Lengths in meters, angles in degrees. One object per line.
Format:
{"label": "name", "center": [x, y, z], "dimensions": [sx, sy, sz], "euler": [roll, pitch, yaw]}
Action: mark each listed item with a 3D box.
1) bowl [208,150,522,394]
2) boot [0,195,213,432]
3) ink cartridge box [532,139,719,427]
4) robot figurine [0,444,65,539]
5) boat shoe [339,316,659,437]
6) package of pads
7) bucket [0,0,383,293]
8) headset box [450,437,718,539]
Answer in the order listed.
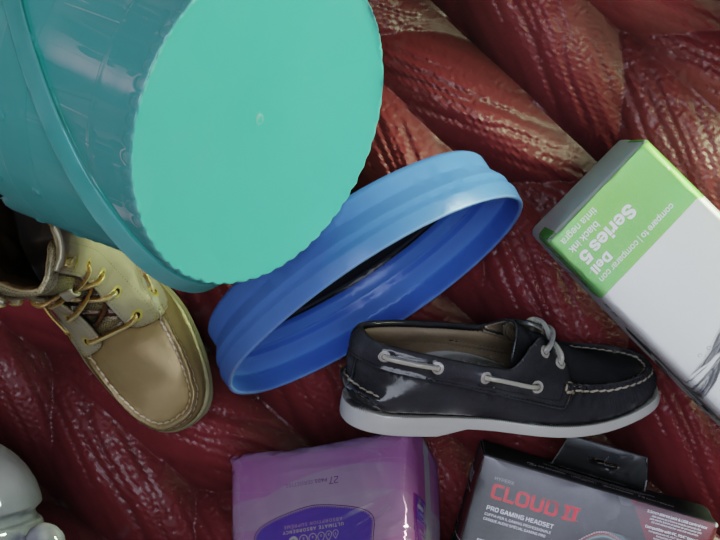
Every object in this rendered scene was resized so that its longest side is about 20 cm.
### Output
{"label": "bowl", "center": [0.000, 0.000, 1.317], "dimensions": [0.200, 0.201, 0.040], "euler": [-33, 77, 2]}
{"label": "boot", "center": [-0.163, 0.014, 1.332], "dimensions": [0.072, 0.155, 0.201], "euler": [-28, 91, 9]}
{"label": "ink cartridge box", "center": [0.200, 0.022, 1.340], "dimensions": [0.084, 0.146, 0.200], "euler": [-45, 91, 2]}
{"label": "robot figurine", "center": [-0.240, 0.184, 1.365], "dimensions": [0.168, 0.113, 0.202], "euler": [-4, 93, 29]}
{"label": "boat shoe", "center": [0.085, 0.057, 1.361], "dimensions": [0.198, 0.074, 0.061], "euler": [0, 114, -12]}
{"label": "package of pads", "center": [-0.015, 0.196, 1.334], "dimensions": [0.120, 0.076, 0.201], "euler": [-12, 58, 18]}
{"label": "bucket", "center": [-0.095, -0.096, 1.195], "dimensions": [0.134, 0.207, 0.209], "euler": [25, 93, 40]}
{"label": "headset box", "center": [0.120, 0.201, 1.383], "dimensions": [0.147, 0.075, 0.202], "euler": [17, 93, 0]}
